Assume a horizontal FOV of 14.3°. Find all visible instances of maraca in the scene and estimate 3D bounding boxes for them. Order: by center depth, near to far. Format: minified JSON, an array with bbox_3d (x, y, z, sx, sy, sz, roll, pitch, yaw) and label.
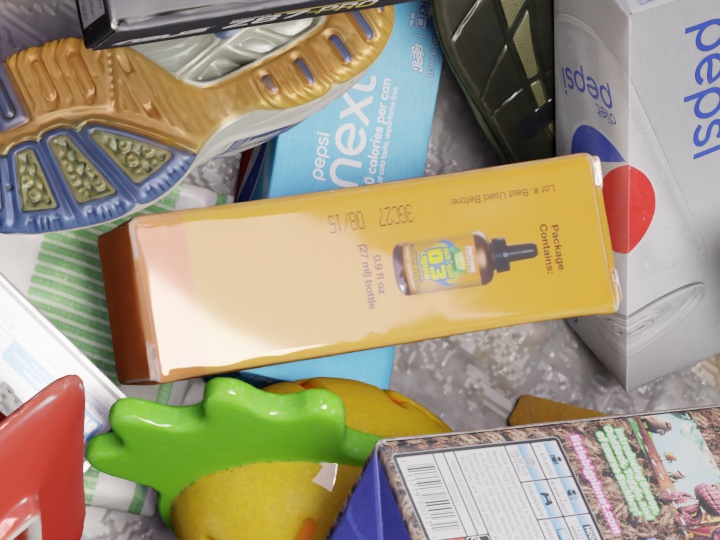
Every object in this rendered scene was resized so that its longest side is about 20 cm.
[{"bbox_3d":[-0.020,0.090,1.137,0.200,0.136,0.108,40,42,-47],"label":"maraca"}]

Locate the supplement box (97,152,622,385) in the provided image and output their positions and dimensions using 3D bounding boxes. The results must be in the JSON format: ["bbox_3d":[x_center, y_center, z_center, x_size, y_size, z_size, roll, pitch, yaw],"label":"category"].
[{"bbox_3d":[0.000,0.000,1.149,0.199,0.069,0.067,-8,87,-16],"label":"supplement box"}]

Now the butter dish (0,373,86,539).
[{"bbox_3d":[-0.203,0.091,0.981,0.148,0.200,0.200,43,70,13],"label":"butter dish"}]

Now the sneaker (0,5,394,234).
[{"bbox_3d":[-0.079,-0.060,1.134,0.199,0.088,0.076,-21,82,-9],"label":"sneaker"}]

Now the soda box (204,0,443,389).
[{"bbox_3d":[-0.012,-0.046,1.217,0.067,0.064,0.201,12,80,-15],"label":"soda box"}]

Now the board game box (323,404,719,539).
[{"bbox_3d":[0.102,0.144,1.053,0.199,0.097,0.160,-4,53,-28],"label":"board game box"}]

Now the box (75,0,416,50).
[{"bbox_3d":[-0.037,-0.189,1.024,0.160,0.049,0.201,-9,87,-20],"label":"box"}]

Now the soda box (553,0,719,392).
[{"bbox_3d":[0.124,-0.050,1.201,0.068,0.064,0.201,-19,132,-18],"label":"soda box"}]

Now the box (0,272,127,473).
[{"bbox_3d":[-0.196,0.089,1.131,0.200,0.060,0.117,-46,100,-8],"label":"box"}]

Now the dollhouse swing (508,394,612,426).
[{"bbox_3d":[0.111,0.173,1.173,0.181,0.176,0.201,35,76,-11],"label":"dollhouse swing"}]

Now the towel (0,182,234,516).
[{"bbox_3d":[-0.161,0.009,1.186,0.199,0.023,0.154,16,80,-15],"label":"towel"}]

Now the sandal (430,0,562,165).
[{"bbox_3d":[0.069,-0.094,1.217,0.079,0.057,0.202,-30,135,-10],"label":"sandal"}]
